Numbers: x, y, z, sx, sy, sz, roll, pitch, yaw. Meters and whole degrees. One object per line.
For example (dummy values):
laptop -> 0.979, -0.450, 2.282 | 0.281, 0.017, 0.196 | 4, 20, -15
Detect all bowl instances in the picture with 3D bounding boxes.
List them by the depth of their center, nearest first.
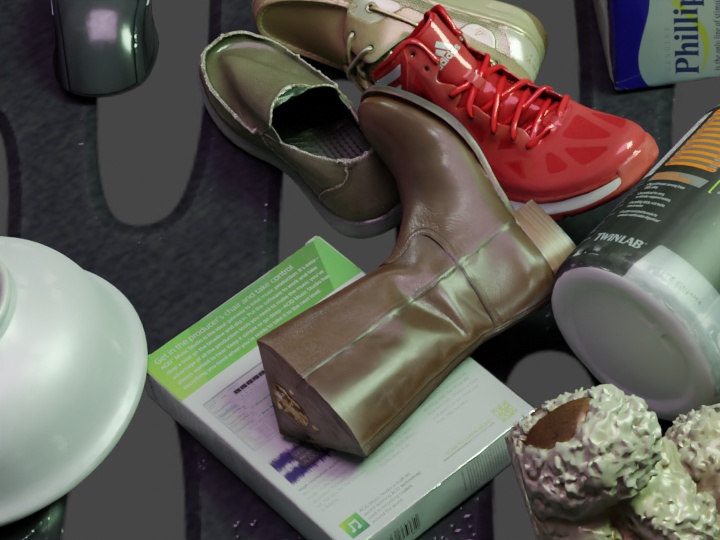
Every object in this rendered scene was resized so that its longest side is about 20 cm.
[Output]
bowl -> -0.233, 0.049, 1.510 | 0.201, 0.090, 0.201 | -11, 49, 13

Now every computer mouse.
computer mouse -> -0.204, -0.199, 1.779 | 0.140, 0.046, 0.200 | -1, 48, 6

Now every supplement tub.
supplement tub -> 0.213, -0.018, 1.498 | 0.122, 0.123, 0.200 | 29, 58, 30

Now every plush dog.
plush dog -> 0.179, 0.126, 1.364 | 0.171, 0.200, 0.161 | -17, 86, 0

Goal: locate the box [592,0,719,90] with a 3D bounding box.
box -> 0.247, -0.228, 1.695 | 0.200, 0.105, 0.184 | -7, 48, 1

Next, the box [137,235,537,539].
box -> -0.014, 0.077, 1.509 | 0.144, 0.036, 0.200 | -35, 54, -22

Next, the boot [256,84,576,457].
boot -> 0.000, 0.000, 1.504 | 0.200, 0.064, 0.186 | -38, 62, -20

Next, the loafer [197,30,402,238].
loafer -> -0.036, -0.102, 1.648 | 0.075, 0.070, 0.200 | -33, 52, -20

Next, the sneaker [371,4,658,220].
sneaker -> 0.079, -0.097, 1.554 | 0.200, 0.116, 0.078 | 1, 42, 44

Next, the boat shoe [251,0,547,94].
boat shoe -> 0.018, -0.149, 1.682 | 0.200, 0.071, 0.065 | 10, 50, 15
